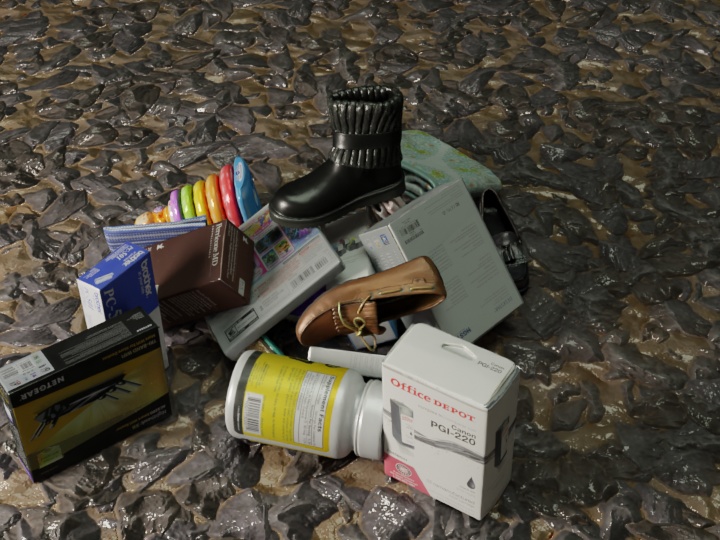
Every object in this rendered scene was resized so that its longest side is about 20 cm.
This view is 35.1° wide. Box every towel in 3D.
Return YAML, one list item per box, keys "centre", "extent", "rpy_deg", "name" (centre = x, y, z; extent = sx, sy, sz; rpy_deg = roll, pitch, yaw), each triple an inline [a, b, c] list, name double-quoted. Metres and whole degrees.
- centre: [0.109, -0.171, 1.855]
  extent: [0.170, 0.049, 0.200]
  rpy_deg: [-13, 38, -42]
  name: "towel"
- centre: [-0.282, -0.031, 1.629]
  extent: [0.143, 0.200, 0.024]
  rpy_deg: [-6, 70, -5]
  name: "towel"
- centre: [0.048, -0.095, 1.710]
  extent: [0.032, 0.191, 0.200]
  rpy_deg: [-40, 44, 7]
  name: "towel"

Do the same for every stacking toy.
- centre: [-0.259, -0.096, 1.780]
  extent: [0.198, 0.110, 0.117]
  rpy_deg: [-12, 42, 4]
  name: "stacking toy"

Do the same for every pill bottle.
- centre: [-0.059, 0.172, 1.426]
  extent: [0.198, 0.115, 0.115]
  rpy_deg: [10, 40, 12]
  name: "pill bottle"

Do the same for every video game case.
- centre: [-0.136, 0.000, 1.565]
  extent: [0.199, 0.024, 0.182]
  rpy_deg: [-38, 46, 2]
  name: "video game case"

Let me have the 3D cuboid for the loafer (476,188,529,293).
- centre: [0.208, -0.047, 1.725]
  extent: [0.071, 0.063, 0.201]
  rpy_deg: [-6, 40, -6]
  name: "loafer"

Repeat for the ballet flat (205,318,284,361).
- centre: [-0.169, 0.088, 1.583]
  extent: [0.065, 0.071, 0.200]
  rpy_deg: [-40, 45, -3]
  name: "ballet flat"

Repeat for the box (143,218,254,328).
- centre: [-0.246, 0.013, 1.560]
  extent: [0.198, 0.075, 0.101]
  rpy_deg: [-17, 53, 25]
  name: "box"

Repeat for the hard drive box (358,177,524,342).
- centre: [0.113, -0.001, 1.563]
  extent: [0.155, 0.201, 0.077]
  rpy_deg: [-32, 8, -34]
  name: "hard drive box"

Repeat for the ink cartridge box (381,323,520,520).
- centre: [0.105, 0.179, 1.345]
  extent: [0.145, 0.201, 0.085]
  rpy_deg: [22, 44, 26]
  name: "ink cartridge box"

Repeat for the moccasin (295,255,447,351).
- centre: [0.013, 0.053, 1.454]
  extent: [0.200, 0.074, 0.078]
  rpy_deg: [-18, 54, -3]
  name: "moccasin"

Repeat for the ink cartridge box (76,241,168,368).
- centre: [-0.307, 0.071, 1.484]
  extent: [0.044, 0.201, 0.094]
  rpy_deg: [22, 44, 27]
  name: "ink cartridge box"

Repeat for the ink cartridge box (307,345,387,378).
- centre: [0.035, 0.128, 1.499]
  extent: [0.198, 0.037, 0.095]
  rpy_deg: [9, -4, 9]
  name: "ink cartridge box"

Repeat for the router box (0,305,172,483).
- centre: [-0.341, 0.154, 1.419]
  extent: [0.199, 0.158, 0.052]
  rpy_deg: [-26, 45, -26]
  name: "router box"

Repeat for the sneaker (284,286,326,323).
- centre: [-0.120, 0.007, 1.636]
  extent: [0.198, 0.100, 0.070]
  rpy_deg: [14, 44, 18]
  name: "sneaker"

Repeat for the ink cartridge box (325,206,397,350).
- centre: [0.000, 0.000, 1.623]
  extent: [0.067, 0.116, 0.201]
  rpy_deg: [-17, 37, 12]
  name: "ink cartridge box"

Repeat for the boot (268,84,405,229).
- centre: [-0.035, -0.158, 1.538]
  extent: [0.209, 0.159, 0.080]
  rpy_deg: [-21, 42, -16]
  name: "boot"
